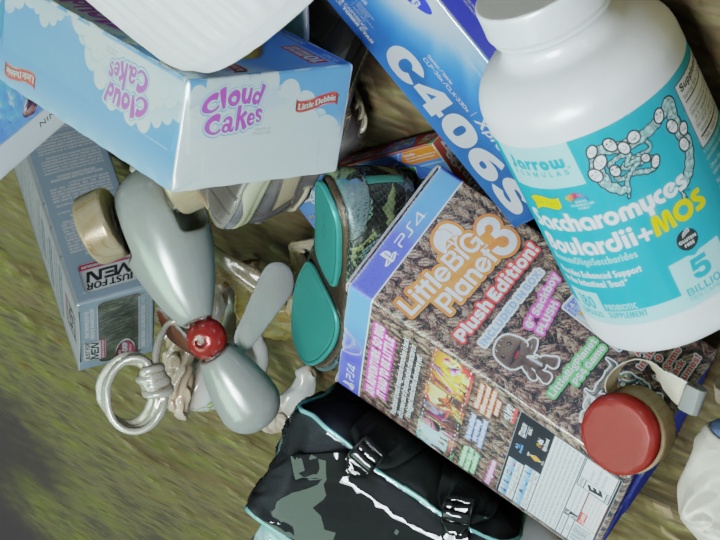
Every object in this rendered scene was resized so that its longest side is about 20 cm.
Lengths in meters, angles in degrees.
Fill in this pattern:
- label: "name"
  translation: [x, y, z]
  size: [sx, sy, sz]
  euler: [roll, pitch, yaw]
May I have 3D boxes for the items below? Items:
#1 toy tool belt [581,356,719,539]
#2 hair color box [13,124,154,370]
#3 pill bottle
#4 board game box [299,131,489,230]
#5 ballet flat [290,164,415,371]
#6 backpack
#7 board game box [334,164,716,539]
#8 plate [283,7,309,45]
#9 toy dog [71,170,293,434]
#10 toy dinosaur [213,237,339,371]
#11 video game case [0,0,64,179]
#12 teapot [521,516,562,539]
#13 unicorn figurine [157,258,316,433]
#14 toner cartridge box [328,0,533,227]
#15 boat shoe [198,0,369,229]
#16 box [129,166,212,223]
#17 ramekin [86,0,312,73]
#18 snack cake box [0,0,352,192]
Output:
- label: "toy tool belt"
  translation: [0.230, 0.108, 1.277]
  size: [0.199, 0.123, 0.126]
  euler: [27, 117, 23]
- label: "hair color box"
  translation: [-0.206, -0.041, 1.705]
  size: [0.099, 0.060, 0.201]
  euler: [99, 153, -60]
- label: "pill bottle"
  translation: [0.131, -0.065, 1.201]
  size: [0.110, 0.111, 0.201]
  euler: [9, 135, 52]
- label: "board game box"
  translation: [0.029, -0.033, 1.506]
  size: [0.103, 0.019, 0.200]
  euler: [52, 154, -15]
- label: "ballet flat"
  translation: [0.000, 0.000, 1.497]
  size: [0.074, 0.074, 0.200]
  euler: [40, 152, 13]
- label: "backpack"
  translation: [0.020, 0.158, 1.545]
  size: [0.175, 0.200, 0.154]
  euler: [29, 110, 5]
- label: "board game box"
  translation: [0.094, 0.058, 1.406]
  size: [0.199, 0.097, 0.160]
  euler: [34, 159, 11]
- label: "plate"
  translation: [-0.083, -0.155, 1.418]
  size: [0.199, 0.025, 0.202]
  euler: [13, 106, 50]
- label: "toy dog"
  translation: [-0.114, 0.006, 1.569]
  size: [0.131, 0.096, 0.202]
  euler: [-4, 103, 14]
- label: "toy dinosaur"
  translation: [-0.055, 0.018, 1.620]
  size: [0.200, 0.059, 0.101]
  euler: [39, 140, -26]
- label: "video game case"
  translation: [-0.201, -0.180, 1.460]
  size: [0.045, 0.181, 0.201]
  euler: [30, 150, 27]
- label: "teapot"
  translation: [0.056, 0.242, 1.711]
  size: [0.199, 0.146, 0.198]
  euler: [2, 130, 57]
- label: "unicorn figurine"
  translation: [-0.091, 0.063, 1.713]
  size: [0.073, 0.199, 0.139]
  euler: [1, 100, 41]
- label: "toner cartridge box"
  translation: [0.058, -0.122, 1.309]
  size: [0.200, 0.043, 0.095]
  euler: [50, 153, -6]
- label: "boat shoe"
  translation: [-0.036, -0.102, 1.451]
  size: [0.200, 0.073, 0.075]
  euler: [-51, 53, 46]
- label: "box"
  translation: [-0.109, -0.107, 1.575]
  size: [0.075, 0.050, 0.200]
  euler: [40, 153, 12]
- label: "ramekin"
  translation: [-0.065, -0.196, 1.225]
  size: [0.105, 0.201, 0.200]
  euler: [45, 156, -19]
- label: "snack cake box"
  translation: [-0.111, -0.114, 1.347]
  size: [0.200, 0.114, 0.068]
  euler: [32, 120, 45]
